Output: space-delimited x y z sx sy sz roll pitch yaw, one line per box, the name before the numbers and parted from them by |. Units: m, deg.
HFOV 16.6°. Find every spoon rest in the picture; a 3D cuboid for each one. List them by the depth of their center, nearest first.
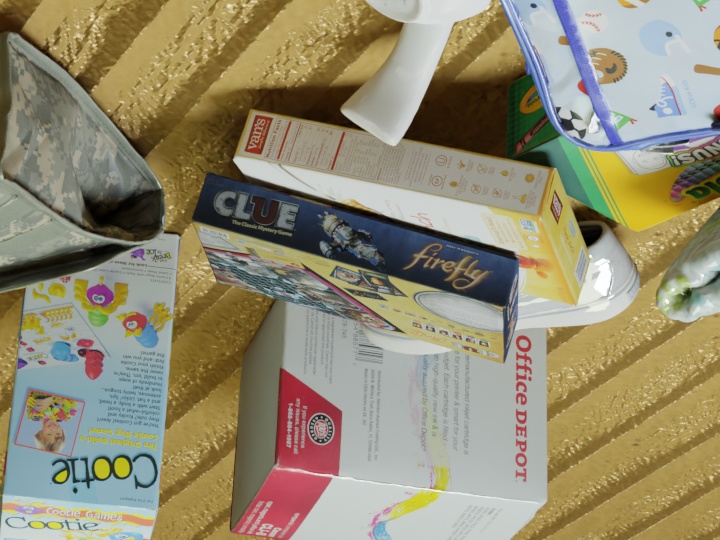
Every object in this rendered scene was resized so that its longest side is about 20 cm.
spoon rest | 0.025 -0.148 1.352 0.099 0.061 0.200 34 154 13

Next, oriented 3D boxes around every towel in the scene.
towel | 0.279 -0.049 1.430 0.199 0.171 0.048 -26 98 40

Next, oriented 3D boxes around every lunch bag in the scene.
lunch bag | 0.145 -0.148 1.275 0.159 0.076 0.201 -7 131 22
lunch bag | -0.231 -0.046 1.519 0.163 0.118 0.200 -10 156 23

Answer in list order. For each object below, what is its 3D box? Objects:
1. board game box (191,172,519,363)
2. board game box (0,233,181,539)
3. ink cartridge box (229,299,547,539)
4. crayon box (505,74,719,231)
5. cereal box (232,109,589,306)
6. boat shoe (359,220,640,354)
board game box | 0.000 0.000 1.551 0.199 0.035 0.136 16 165 7
board game box | -0.183 0.082 1.667 0.104 0.201 0.103 7 153 -7
ink cartridge box | 0.021 0.113 1.770 0.199 0.146 0.145 9 152 -12
crayon box | 0.195 -0.098 1.438 0.118 0.059 0.199 25 145 -36
cereal box | 0.034 -0.038 1.523 0.199 0.040 0.144 11 162 19
boat shoe | 0.084 0.006 1.651 0.199 0.072 0.069 -5 131 29
